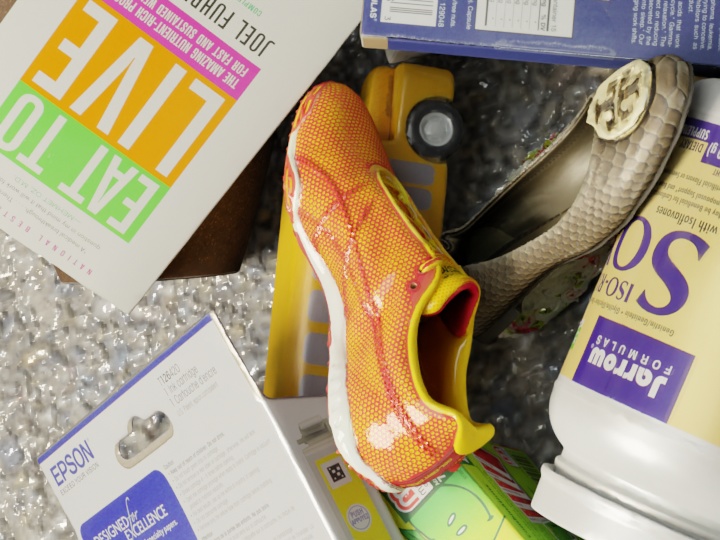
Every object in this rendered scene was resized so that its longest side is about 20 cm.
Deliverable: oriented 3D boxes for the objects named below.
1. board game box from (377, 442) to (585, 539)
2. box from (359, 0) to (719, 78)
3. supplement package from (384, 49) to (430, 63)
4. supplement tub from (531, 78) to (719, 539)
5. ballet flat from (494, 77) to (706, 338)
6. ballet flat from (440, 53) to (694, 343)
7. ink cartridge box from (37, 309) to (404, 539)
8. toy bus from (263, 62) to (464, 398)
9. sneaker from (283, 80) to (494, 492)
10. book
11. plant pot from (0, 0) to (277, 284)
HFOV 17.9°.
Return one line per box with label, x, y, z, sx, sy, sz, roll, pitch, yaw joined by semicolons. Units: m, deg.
board game box;0.097;0.161;1.021;0.048;0.101;0.200;-48;61;13
box;0.104;-0.149;0.995;0.199;0.032;0.122;5;85;2
supplement package;0.048;-0.216;1.078;0.116;0.117;0.201;-15;85;-6
supplement tub;0.168;0.034;0.984;0.145;0.145;0.201;23;91;31
ballet flat;0.111;-0.052;1.083;0.200;0.064;0.076;-49;62;12
ballet flat;0.081;-0.032;1.009;0.200;0.046;0.068;-48;21;49
ink cartridge box;-0.056;0.138;1.075;0.198;0.047;0.201;-37;75;50
toy bus;0.000;0.000;1.114;0.078;0.065;0.201;7;81;-11
sneaker;0.017;0.001;1.025;0.077;0.073;0.201;-27;64;25
book;-0.101;-0.095;1.069;0.133;0.048;0.200;36;108;-8
plant pot;-0.113;-0.096;1.169;0.186;0.187;0.201;-3;92;29
